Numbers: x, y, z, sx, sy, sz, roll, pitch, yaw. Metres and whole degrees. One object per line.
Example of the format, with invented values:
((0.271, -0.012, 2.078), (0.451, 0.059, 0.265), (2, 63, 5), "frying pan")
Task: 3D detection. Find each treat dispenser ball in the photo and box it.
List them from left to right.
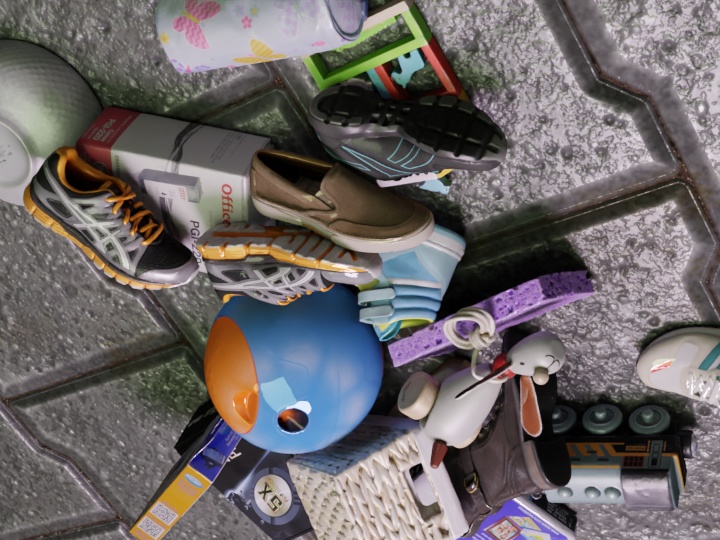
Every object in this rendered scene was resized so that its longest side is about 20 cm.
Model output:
((-0.073, 0.101, 1.260), (0.200, 0.201, 0.202), (11, 129, 14), "treat dispenser ball")

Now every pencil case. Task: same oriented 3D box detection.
((-0.096, -0.245, 1.081), (0.199, 0.083, 0.091), (-6, 82, 26), "pencil case")

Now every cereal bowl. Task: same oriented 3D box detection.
((-0.387, -0.150, 1.272), (0.199, 0.083, 0.201), (11, 130, 14), "cereal bowl")

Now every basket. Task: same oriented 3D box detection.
((0.013, 0.254, 1.302), (0.136, 0.123, 0.200), (67, 160, -4), "basket")

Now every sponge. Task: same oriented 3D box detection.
((0.137, 0.050, 1.201), (0.200, 0.111, 0.030), (-26, 78, 35), "sponge")

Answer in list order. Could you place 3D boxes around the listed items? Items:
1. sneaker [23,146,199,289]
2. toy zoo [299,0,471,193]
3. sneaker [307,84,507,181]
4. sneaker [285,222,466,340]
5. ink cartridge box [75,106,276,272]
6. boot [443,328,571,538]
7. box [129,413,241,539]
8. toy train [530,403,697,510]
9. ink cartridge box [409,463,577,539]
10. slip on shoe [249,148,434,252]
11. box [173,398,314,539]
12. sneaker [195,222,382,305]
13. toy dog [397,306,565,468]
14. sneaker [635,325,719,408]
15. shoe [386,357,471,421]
((-0.254, -0.052, 1.180), (0.199, 0.078, 0.077), (31, 124, -3), "sneaker")
((0.041, -0.161, 1.133), (0.131, 0.020, 0.200), (-19, 117, 32), "toy zoo")
((0.048, -0.127, 1.108), (0.199, 0.076, 0.079), (15, 144, 19), "sneaker")
((0.000, 0.000, 1.196), (0.199, 0.131, 0.080), (15, 173, 11), "sneaker")
((-0.198, -0.083, 1.247), (0.199, 0.085, 0.146), (11, 129, 11), "ink cartridge box")
((0.142, 0.182, 1.267), (0.069, 0.201, 0.174), (11, 150, -35), "boot")
((-0.196, 0.237, 1.355), (0.041, 0.119, 0.200), (39, 130, -6), "box")
((0.270, 0.210, 1.265), (0.199, 0.114, 0.085), (-3, 124, 23), "toy train")
((0.138, 0.317, 1.445), (0.198, 0.043, 0.200), (36, 128, -7), "ink cartridge box")
((-0.022, -0.074, 1.128), (0.199, 0.076, 0.061), (19, 137, 25), "slip on shoe")
((-0.107, 0.236, 1.452), (0.164, 0.086, 0.200), (-31, 110, 37), "box")
((-0.070, -0.003, 1.162), (0.199, 0.078, 0.078), (5, 117, 24), "sneaker")
((0.119, 0.137, 1.162), (0.131, 0.097, 0.200), (17, 139, -11), "toy dog")
((0.379, 0.113, 1.160), (0.199, 0.094, 0.071), (1, 126, 21), "sneaker")
((0.074, 0.179, 1.359), (0.070, 0.053, 0.200), (30, 131, -3), "shoe")
